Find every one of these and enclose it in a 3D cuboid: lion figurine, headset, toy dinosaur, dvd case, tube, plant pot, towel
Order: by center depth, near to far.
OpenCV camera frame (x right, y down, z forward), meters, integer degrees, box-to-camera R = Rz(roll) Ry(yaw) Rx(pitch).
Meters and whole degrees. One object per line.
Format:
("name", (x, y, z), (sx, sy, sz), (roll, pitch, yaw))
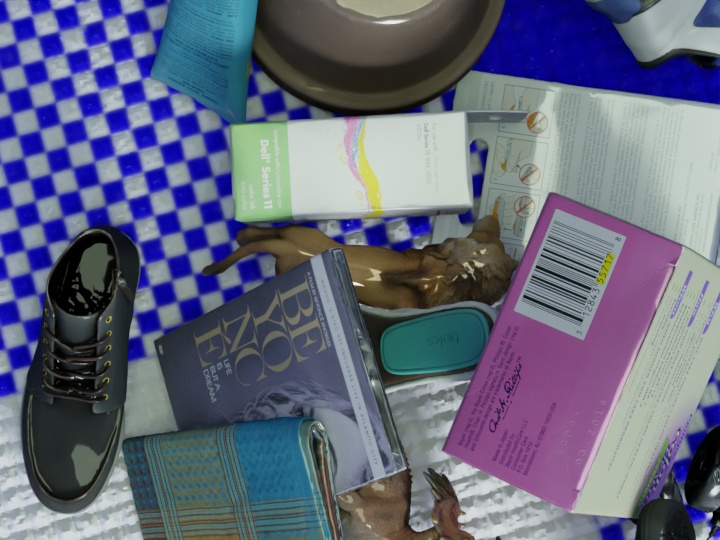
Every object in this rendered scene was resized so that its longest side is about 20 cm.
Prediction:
("tube", (-0.097, -0.177, 1.445), (0.077, 0.200, 0.050), (33, 52, 14))
("dvd case", (-0.058, 0.087, 1.447), (0.016, 0.200, 0.150), (-7, 76, -44))
("plant pot", (0.011, -0.209, 1.453), (0.199, 0.175, 0.202), (0, 89, -5))
("towel", (-0.081, 0.174, 1.459), (0.022, 0.199, 0.148), (-14, 93, -43))
("lion figurine", (0.000, 0.000, 1.474), (0.199, 0.122, 0.073), (1, 83, -14))
("toy dinosaur", (0.009, 0.144, 1.510), (0.135, 0.086, 0.201), (-15, 74, -15))
("headset", (0.230, 0.148, 1.518), (0.123, 0.094, 0.201), (-2, 98, -4))

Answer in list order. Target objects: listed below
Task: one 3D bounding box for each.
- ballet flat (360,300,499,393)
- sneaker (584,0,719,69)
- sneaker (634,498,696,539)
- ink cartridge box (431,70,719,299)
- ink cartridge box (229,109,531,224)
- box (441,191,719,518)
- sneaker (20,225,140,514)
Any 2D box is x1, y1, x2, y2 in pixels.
("ballet flat", (0.018, 0.053, 1.452), (0.199, 0.069, 0.070), (-4, 91, 32))
("sneaker", (0.244, -0.208, 1.529), (0.199, 0.080, 0.115), (-42, 119, -19))
("sneaker", (0.177, 0.235, 1.481), (0.104, 0.060, 0.201), (7, 125, 31))
("ink cartridge box", (0.157, -0.048, 1.546), (0.199, 0.050, 0.163), (9, 91, 13))
("ink cartridge box", (0.015, -0.069, 1.478), (0.199, 0.117, 0.068), (-3, 90, 1))
("box", (0.156, 0.060, 1.410), (0.096, 0.200, 0.177), (23, 92, 23))
("sneaker", (-0.196, 0.067, 1.473), (0.074, 0.106, 0.201), (7, 88, 0))
